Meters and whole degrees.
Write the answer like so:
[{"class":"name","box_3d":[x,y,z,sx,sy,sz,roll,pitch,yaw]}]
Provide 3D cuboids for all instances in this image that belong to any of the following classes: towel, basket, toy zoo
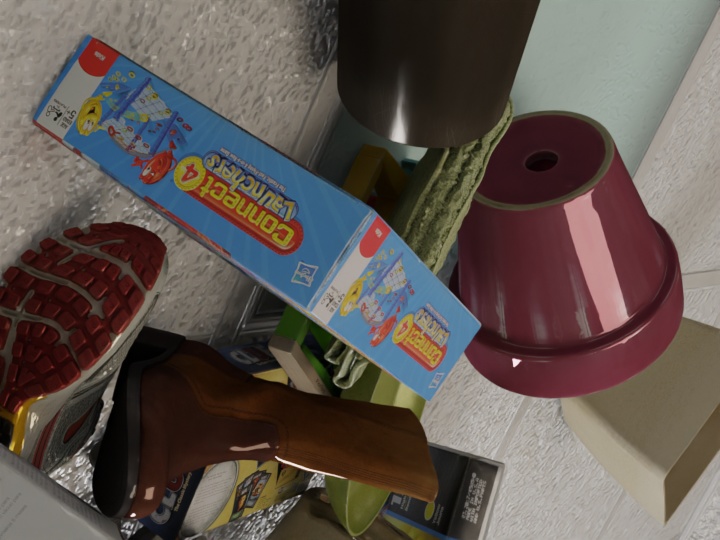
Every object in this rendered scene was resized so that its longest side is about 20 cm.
[{"class":"towel","box_3d":[0.039,-0.024,0.904,0.201,0.036,0.148,-65,-174,-29]},{"class":"basket","box_3d":[0.050,-0.184,0.796,0.180,0.136,0.201,-50,159,-40]},{"class":"toy zoo","box_3d":[0.000,0.000,0.980,0.201,0.020,0.131,-66,155,-21]}]

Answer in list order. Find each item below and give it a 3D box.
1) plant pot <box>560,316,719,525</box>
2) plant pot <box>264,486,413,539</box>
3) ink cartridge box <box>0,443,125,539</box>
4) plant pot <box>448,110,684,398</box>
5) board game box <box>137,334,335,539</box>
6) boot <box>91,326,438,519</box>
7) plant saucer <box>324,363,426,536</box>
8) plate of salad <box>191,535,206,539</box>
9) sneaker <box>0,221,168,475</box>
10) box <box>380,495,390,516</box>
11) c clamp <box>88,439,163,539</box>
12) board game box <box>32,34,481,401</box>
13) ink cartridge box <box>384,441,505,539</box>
[{"class":"plant pot","box_3d":[0.354,0.158,1.628,0.200,0.177,0.200,-50,153,-13]},{"class":"plant pot","box_3d":[-0.037,0.285,1.068,0.184,0.200,0.200,-57,154,5]},{"class":"ink cartridge box","box_3d":[-0.254,0.158,0.665,0.200,0.041,0.200,42,85,-23]},{"class":"plant pot","box_3d":[0.160,-0.025,1.110,0.200,0.199,0.180,-44,135,-25]},{"class":"board game box","box_3d":[-0.073,0.117,0.989,0.200,0.035,0.136,-2,119,-66]},{"class":"boot","box_3d":[-0.052,0.111,0.788,0.188,0.199,0.069,-112,-138,-75]},{"class":"plant saucer","box_3d":[0.016,0.102,1.019,0.200,0.031,0.201,18,90,-76]},{"class":"plate of salad","box_3d":[-0.161,0.263,0.889,0.200,0.048,0.200,-48,-174,6]},{"class":"sneaker","box_3d":[-0.177,0.057,0.746,0.200,0.078,0.082,-51,161,4]},{"class":"box","box_3d":[-0.014,0.300,1.318,0.110,0.035,0.201,-41,149,-29]},{"class":"c clamp","box_3d":[-0.156,0.162,0.934,0.171,0.027,0.201,-30,143,-42]},{"class":"board game box","box_3d":[-0.049,-0.023,0.725,0.056,0.195,0.200,-55,153,-4]},{"class":"ink cartridge box","box_3d":[0.046,0.252,1.187,0.047,0.200,0.199,18,83,-21]}]
